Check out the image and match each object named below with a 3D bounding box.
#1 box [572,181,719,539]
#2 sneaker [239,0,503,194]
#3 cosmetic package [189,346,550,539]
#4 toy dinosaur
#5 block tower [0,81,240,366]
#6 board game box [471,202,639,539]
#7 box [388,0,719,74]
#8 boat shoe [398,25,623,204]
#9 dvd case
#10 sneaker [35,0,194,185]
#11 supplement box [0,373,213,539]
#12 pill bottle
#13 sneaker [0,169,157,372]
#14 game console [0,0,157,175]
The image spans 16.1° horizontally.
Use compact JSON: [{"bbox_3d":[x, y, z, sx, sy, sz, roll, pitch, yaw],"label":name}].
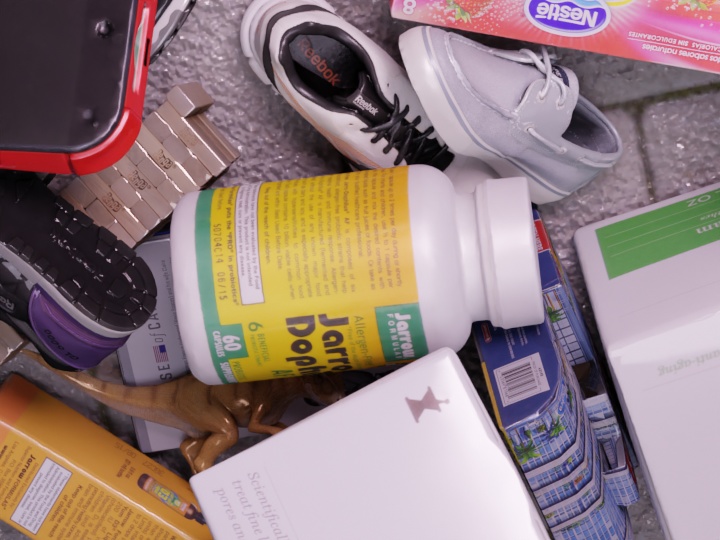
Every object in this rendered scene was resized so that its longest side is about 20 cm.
[{"bbox_3d":[0.252,0.060,1.513,0.199,0.171,0.200,-19,116,6],"label":"box"},{"bbox_3d":[0.013,-0.083,1.471,0.200,0.080,0.074,37,94,-16],"label":"sneaker"},{"bbox_3d":[0.022,0.164,1.444,0.165,0.200,0.165,-27,76,1],"label":"cosmetic package"},{"bbox_3d":[-0.099,0.086,1.560,0.200,0.060,0.106,-3,107,13],"label":"toy dinosaur"},{"bbox_3d":[-0.158,-0.025,1.500,0.200,0.054,0.058,-42,91,11],"label":"block tower"},{"bbox_3d":[0.123,0.085,1.531,0.062,0.200,0.200,-22,130,7],"label":"board game box"},{"bbox_3d":[0.118,-0.185,1.425,0.200,0.103,0.095,9,117,-8],"label":"box"},{"bbox_3d":[0.090,-0.098,1.443,0.071,0.070,0.201,-26,153,20],"label":"boat shoe"},{"bbox_3d":[-0.052,0.030,1.567,0.200,0.025,0.151,-9,117,3],"label":"dvd case"},{"bbox_3d":[-0.166,-0.134,1.447,0.088,0.076,0.200,38,109,-13],"label":"sneaker"},{"bbox_3d":[-0.154,0.149,1.575,0.200,0.067,0.069,31,112,-1],"label":"supplement box"},{"bbox_3d":[0.000,0.000,1.437,0.200,0.113,0.113,-7,117,5],"label":"pill bottle"},{"bbox_3d":[-0.214,-0.020,1.436,0.200,0.076,0.088,46,134,-3],"label":"sneaker"},{"bbox_3d":[-0.199,-0.153,1.392,0.177,0.031,0.200,4,75,9],"label":"game console"}]
